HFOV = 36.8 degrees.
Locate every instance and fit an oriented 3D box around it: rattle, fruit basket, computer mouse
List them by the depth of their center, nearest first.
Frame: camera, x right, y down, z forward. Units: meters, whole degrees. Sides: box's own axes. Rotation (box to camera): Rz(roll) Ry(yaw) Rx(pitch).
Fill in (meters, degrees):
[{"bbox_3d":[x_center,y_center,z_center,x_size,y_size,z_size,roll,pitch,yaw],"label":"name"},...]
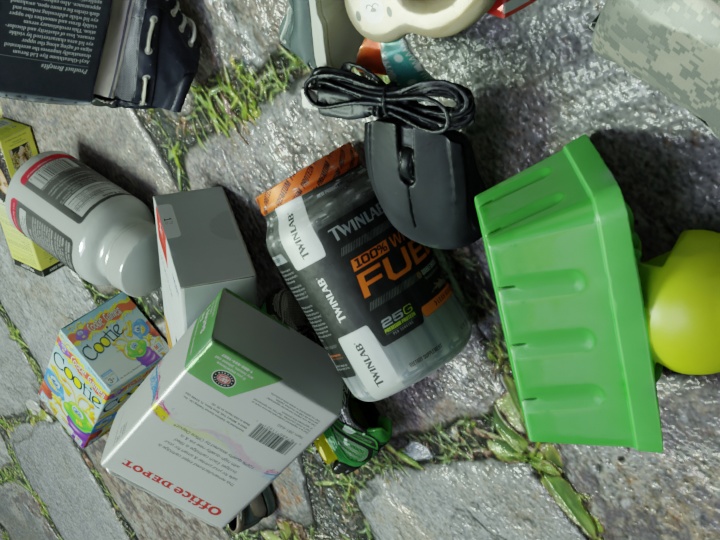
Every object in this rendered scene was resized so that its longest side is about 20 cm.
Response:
[{"bbox_3d":[0.009,-0.174,0.707,0.130,0.143,0.200,33,136,-2],"label":"rattle"},{"bbox_3d":[0.195,0.016,0.746,0.214,0.156,0.217,0,114,0],"label":"fruit basket"},{"bbox_3d":[0.040,-0.070,0.824,0.138,0.053,0.200,12,154,30],"label":"computer mouse"}]

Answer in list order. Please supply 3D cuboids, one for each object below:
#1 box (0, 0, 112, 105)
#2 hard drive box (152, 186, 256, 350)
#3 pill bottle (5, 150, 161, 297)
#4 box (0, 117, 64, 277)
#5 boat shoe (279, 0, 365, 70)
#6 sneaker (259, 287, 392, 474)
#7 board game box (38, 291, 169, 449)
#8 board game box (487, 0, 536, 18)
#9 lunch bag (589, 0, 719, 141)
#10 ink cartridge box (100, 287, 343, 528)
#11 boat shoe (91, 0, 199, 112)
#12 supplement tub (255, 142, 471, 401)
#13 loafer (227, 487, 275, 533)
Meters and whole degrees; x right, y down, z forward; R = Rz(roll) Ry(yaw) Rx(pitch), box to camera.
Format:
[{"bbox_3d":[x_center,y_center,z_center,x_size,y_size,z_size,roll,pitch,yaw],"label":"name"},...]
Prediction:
[{"bbox_3d":[-0.293,-0.273,0.985,0.148,0.104,0.201,52,131,47],"label":"box"},{"bbox_3d":[-0.159,0.041,1.124,0.156,0.076,0.201,-117,23,-48],"label":"hard drive box"},{"bbox_3d":[-0.308,-0.051,1.246,0.200,0.111,0.111,31,137,29],"label":"pill bottle"},{"bbox_3d":[-0.443,-0.094,1.415,0.075,0.050,0.201,18,130,39],"label":"box"},{"bbox_3d":[-0.036,-0.232,0.764,0.062,0.073,0.201,27,141,27],"label":"boat shoe"},{"bbox_3d":[-0.033,0.102,1.101,0.085,0.078,0.201,-34,86,30],"label":"sneaker"},{"bbox_3d":[-0.340,0.135,1.425,0.103,0.105,0.200,48,143,9],"label":"board game box"},{"bbox_3d":[0.037,-0.278,0.745,0.199,0.046,0.152,28,136,33],"label":"board game box"},{"bbox_3d":[0.228,-0.129,0.566,0.200,0.139,0.168,44,141,16],"label":"lunch bag"},{"bbox_3d":[-0.132,0.136,1.035,0.144,0.084,0.200,33,120,-20],"label":"ink cartridge box"},{"bbox_3d":[-0.190,-0.244,1.015,0.075,0.092,0.201,-122,47,-58],"label":"boat shoe"},{"bbox_3d":[0.000,0.000,0.931,0.122,0.122,0.201,-23,100,53],"label":"supplement tub"},{"bbox_3d":[-0.171,0.234,1.346,0.072,0.063,0.201,-10,109,51],"label":"loafer"}]
